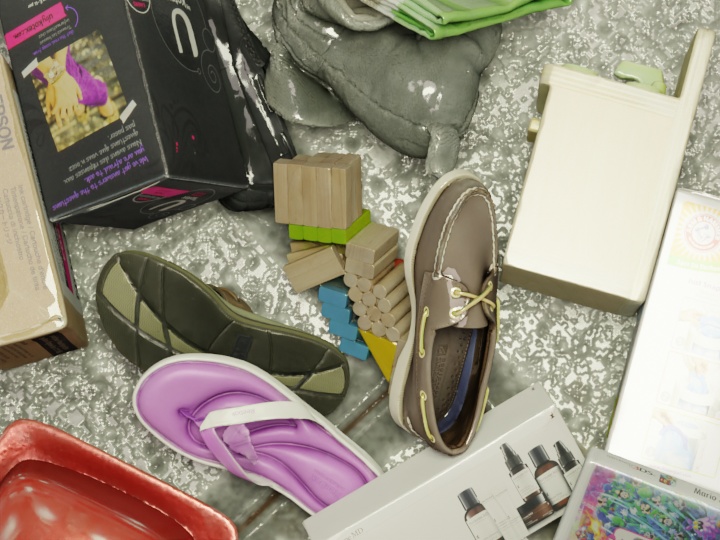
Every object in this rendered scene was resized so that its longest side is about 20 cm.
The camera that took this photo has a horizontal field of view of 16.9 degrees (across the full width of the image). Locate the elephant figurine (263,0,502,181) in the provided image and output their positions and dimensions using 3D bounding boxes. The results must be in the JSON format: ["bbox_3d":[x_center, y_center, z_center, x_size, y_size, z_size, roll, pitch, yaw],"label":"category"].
[{"bbox_3d":[-0.009,-0.162,1.742,0.199,0.155,0.142,23,87,-4],"label":"elephant figurine"}]

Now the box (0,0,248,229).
[{"bbox_3d":[-0.170,-0.141,1.710,0.106,0.122,0.201,-18,81,24],"label":"box"}]

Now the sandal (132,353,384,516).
[{"bbox_3d":[-0.067,0.122,1.736,0.202,0.050,0.083,26,99,-10],"label":"sandal"}]

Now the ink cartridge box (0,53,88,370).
[{"bbox_3d":[-0.256,-0.039,1.724,0.075,0.165,0.201,-14,85,-1],"label":"ink cartridge box"}]

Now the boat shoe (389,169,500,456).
[{"bbox_3d":[0.067,0.031,1.692,0.071,0.059,0.201,-3,113,-31],"label":"boat shoe"}]

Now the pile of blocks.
[{"bbox_3d":[0.000,0.000,1.765,0.082,0.062,0.201,-19,101,30],"label":"pile of blocks"}]

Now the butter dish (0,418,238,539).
[{"bbox_3d":[-0.212,0.227,1.705,0.198,0.148,0.201,26,86,5],"label":"butter dish"}]

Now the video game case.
[{"bbox_3d":[0.214,0.236,1.699,0.181,0.024,0.201,20,121,4],"label":"video game case"}]

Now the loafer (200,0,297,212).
[{"bbox_3d":[-0.090,-0.142,1.784,0.070,0.068,0.202,-11,79,-21],"label":"loafer"}]

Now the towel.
[{"bbox_3d":[0.036,-0.226,1.718,0.200,0.149,0.031,33,128,35],"label":"towel"}]

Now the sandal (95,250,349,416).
[{"bbox_3d":[-0.103,0.050,1.768,0.200,0.057,0.080,27,104,-13],"label":"sandal"}]

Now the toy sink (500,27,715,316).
[{"bbox_3d":[0.171,-0.081,1.733,0.111,0.130,0.201,16,86,4],"label":"toy sink"}]

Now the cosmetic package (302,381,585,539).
[{"bbox_3d":[0.066,0.169,1.736,0.199,0.051,0.083,-31,109,-1],"label":"cosmetic package"}]

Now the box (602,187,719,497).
[{"bbox_3d":[0.244,0.055,1.725,0.101,0.112,0.201,15,86,6],"label":"box"}]
